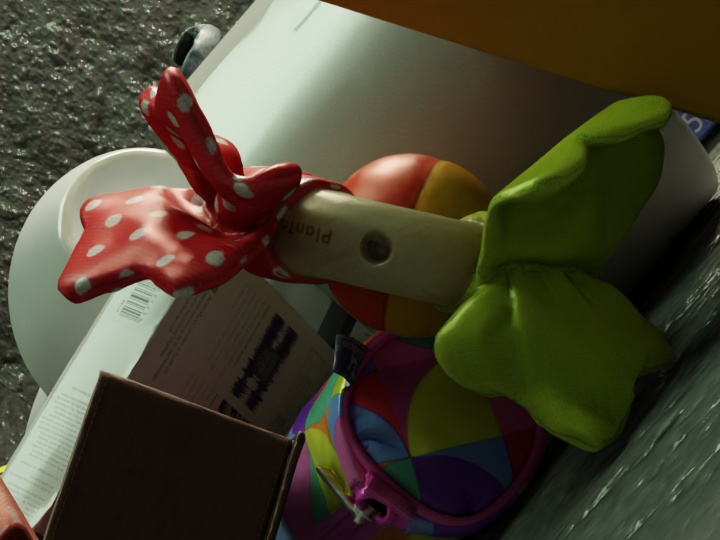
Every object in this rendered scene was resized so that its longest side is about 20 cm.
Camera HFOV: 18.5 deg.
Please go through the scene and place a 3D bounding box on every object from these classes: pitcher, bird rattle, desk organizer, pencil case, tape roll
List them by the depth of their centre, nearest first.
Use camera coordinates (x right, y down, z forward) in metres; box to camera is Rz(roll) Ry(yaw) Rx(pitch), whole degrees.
[{"bbox_3d":[0.007,-0.003,0.743,0.163,0.199,0.113,13,-99,-80],"label":"bird rattle"},{"bbox_3d":[-0.090,0.143,0.768,0.072,0.077,0.201,133,156,-65],"label":"desk organizer"},{"bbox_3d":[-0.001,0.085,0.854,0.088,0.088,0.200,-50,-1,-28],"label":"pencil case"},{"bbox_3d":[0.030,-0.046,0.925,0.139,0.203,0.203,-49,1,-3],"label":"tape roll"},{"bbox_3d":[-0.105,0.008,1.099,0.200,0.121,0.172,108,-177,-59],"label":"pitcher"}]

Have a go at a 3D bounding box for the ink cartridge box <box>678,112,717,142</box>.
[{"bbox_3d":[0.195,-0.123,1.131,0.119,0.042,0.200,-51,-3,33],"label":"ink cartridge box"}]

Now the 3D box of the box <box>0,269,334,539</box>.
[{"bbox_3d":[-0.063,0.085,0.957,0.145,0.036,0.200,-59,-38,-15],"label":"box"}]

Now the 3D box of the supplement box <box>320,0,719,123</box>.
[{"bbox_3d":[0.106,-0.162,0.772,0.200,0.197,0.133,-47,-28,-57],"label":"supplement box"}]

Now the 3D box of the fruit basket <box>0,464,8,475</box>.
[{"bbox_3d":[-0.143,0.153,1.247,0.156,0.215,0.216,-50,1,2],"label":"fruit basket"}]

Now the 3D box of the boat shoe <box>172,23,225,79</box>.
[{"bbox_3d":[-0.063,-0.077,1.117,0.071,0.091,0.200,-68,10,-13],"label":"boat shoe"}]

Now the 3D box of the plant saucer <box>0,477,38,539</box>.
[{"bbox_3d":[-0.145,0.199,0.801,0.037,0.200,0.200,-4,33,39],"label":"plant saucer"}]

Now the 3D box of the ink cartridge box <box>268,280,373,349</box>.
[{"bbox_3d":[0.000,0.000,1.116,0.145,0.083,0.201,-110,44,-75],"label":"ink cartridge box"}]
